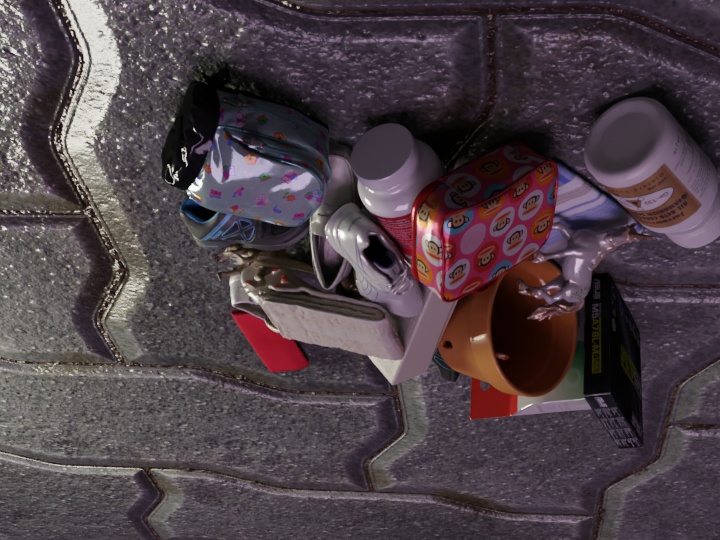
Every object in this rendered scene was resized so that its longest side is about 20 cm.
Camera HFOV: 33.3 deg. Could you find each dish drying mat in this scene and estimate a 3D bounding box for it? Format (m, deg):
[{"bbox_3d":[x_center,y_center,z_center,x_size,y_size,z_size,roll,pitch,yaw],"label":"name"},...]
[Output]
[{"bbox_3d":[-0.148,0.115,2.011,0.076,0.018,0.201,-4,147,15],"label":"dish drying mat"}]

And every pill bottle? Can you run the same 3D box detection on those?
[{"bbox_3d":[0.366,-0.111,1.457,0.114,0.115,0.199,-19,142,35],"label":"pill bottle"},{"bbox_3d":[0.065,-0.095,1.535,0.111,0.113,0.200,-9,147,22],"label":"pill bottle"}]

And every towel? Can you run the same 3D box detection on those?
[{"bbox_3d":[0.270,-0.072,1.628,0.199,0.024,0.146,30,140,-35],"label":"towel"},{"bbox_3d":[-0.039,0.072,1.673,0.198,0.035,0.133,11,156,20],"label":"towel"}]

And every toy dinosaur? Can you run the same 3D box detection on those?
[{"bbox_3d":[-0.137,-0.014,1.705,0.198,0.101,0.059,13,119,32],"label":"toy dinosaur"}]

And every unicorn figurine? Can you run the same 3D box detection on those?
[{"bbox_3d":[0.292,-0.014,1.629,0.136,0.074,0.201,1,144,-9],"label":"unicorn figurine"}]

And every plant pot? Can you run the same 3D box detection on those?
[{"bbox_3d":[0.202,0.080,1.749,0.199,0.202,0.139,31,158,-36],"label":"plant pot"}]

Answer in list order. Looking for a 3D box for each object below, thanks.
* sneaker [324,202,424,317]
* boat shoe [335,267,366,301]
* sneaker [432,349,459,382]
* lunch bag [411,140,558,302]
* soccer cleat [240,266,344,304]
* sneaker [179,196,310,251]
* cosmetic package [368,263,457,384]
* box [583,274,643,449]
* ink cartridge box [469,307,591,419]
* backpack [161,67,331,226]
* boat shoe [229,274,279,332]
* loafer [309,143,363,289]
[{"bbox_3d":[0.029,0.001,1.563,0.087,0.075,0.200,35,169,51],"label":"sneaker"},{"bbox_3d":[0.000,0.000,1.741,0.070,0.071,0.200,17,160,10],"label":"boat shoe"},{"bbox_3d":[0.126,0.104,1.912,0.078,0.076,0.201,9,143,16],"label":"sneaker"},{"bbox_3d":[0.156,-0.051,1.502,0.199,0.082,0.178,-28,136,-26],"label":"lunch bag"},{"bbox_3d":[-0.091,0.045,1.785,0.198,0.070,0.078,22,163,25],"label":"soccer cleat"},{"bbox_3d":[-0.154,-0.072,1.645,0.198,0.074,0.082,-8,147,21],"label":"sneaker"},{"bbox_3d":[0.070,0.053,1.717,0.073,0.104,0.201,-17,143,-36],"label":"cosmetic package"},{"bbox_3d":[0.377,0.138,1.793,0.047,0.195,0.200,-10,145,23],"label":"box"},{"bbox_3d":[0.259,0.140,1.846,0.198,0.163,0.050,-7,148,20],"label":"ink cartridge box"},{"bbox_3d":[-0.134,-0.139,1.482,0.198,0.128,0.167,14,145,-21],"label":"backpack"},{"bbox_3d":[-0.121,0.067,1.875,0.199,0.070,0.071,24,143,-29],"label":"boat shoe"},{"bbox_3d":[-0.033,-0.068,1.583,0.069,0.070,0.202,6,123,10],"label":"loafer"}]
